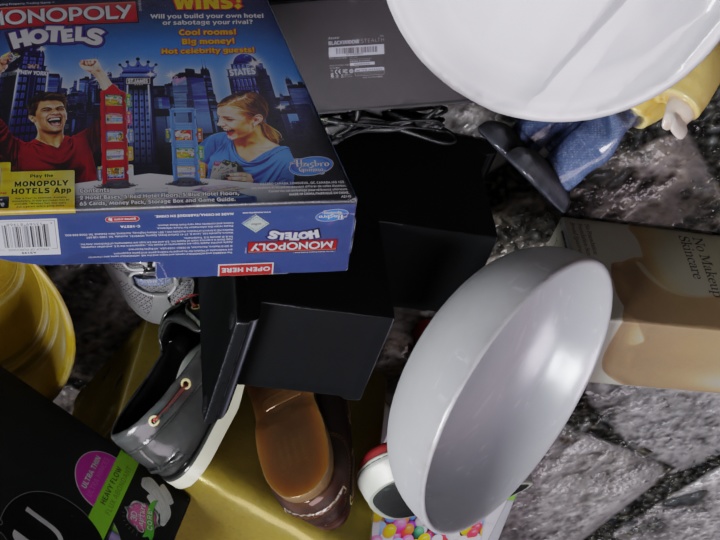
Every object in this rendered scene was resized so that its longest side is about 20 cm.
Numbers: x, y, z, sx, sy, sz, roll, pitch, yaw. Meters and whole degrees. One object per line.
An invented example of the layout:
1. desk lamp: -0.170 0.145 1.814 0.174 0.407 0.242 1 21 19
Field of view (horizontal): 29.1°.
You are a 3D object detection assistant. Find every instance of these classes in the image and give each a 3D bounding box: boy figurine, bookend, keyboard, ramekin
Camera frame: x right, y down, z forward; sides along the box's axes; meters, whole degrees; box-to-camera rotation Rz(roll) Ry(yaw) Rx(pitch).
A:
1. boy figurine: 0.170 -0.127 0.842 0.200 0.125 0.064 -45 135 10
2. bookend: 0.000 0.000 0.890 0.197 0.200 0.093 7 134 -17
3. keyboard: -0.003 -0.131 0.883 0.197 0.040 0.105 -3 114 -3
4. ramekin: 0.109 -0.191 0.755 0.199 0.095 0.205 2 125 3

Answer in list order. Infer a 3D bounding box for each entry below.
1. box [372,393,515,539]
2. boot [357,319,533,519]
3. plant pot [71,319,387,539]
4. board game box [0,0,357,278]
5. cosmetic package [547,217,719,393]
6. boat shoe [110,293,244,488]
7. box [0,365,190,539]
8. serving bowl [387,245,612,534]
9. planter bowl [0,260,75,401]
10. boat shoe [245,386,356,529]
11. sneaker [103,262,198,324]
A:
1. box: 0.049 0.208 1.159 0.154 0.041 0.202 12 104 -33
2. boot: 0.045 0.103 1.031 0.072 0.146 0.199 -30 160 26
3. plant pot: -0.119 0.149 1.048 0.199 0.195 0.195 33 126 -19
4. board game box: -0.111 -0.094 0.757 0.197 0.202 0.062 -2 143 -8
5. cosmetic package: 0.237 0.029 1.029 0.197 0.106 0.072 5 136 -15
6. boat shoe: -0.101 0.044 0.938 0.063 0.203 0.073 38 149 -23
7. box: -0.238 0.171 0.896 0.199 0.149 0.124 37 123 -12
8. serving bowl: 0.081 0.067 0.896 0.200 0.065 0.202 -38 146 -31
9. planter bowl: -0.284 0.012 0.935 0.197 0.084 0.202 1 130 1
10. boat shoe: -0.044 0.086 0.978 0.070 0.202 0.070 -18 144 16
11. sneaker: -0.150 -0.024 0.928 0.074 0.083 0.201 -8 137 0
